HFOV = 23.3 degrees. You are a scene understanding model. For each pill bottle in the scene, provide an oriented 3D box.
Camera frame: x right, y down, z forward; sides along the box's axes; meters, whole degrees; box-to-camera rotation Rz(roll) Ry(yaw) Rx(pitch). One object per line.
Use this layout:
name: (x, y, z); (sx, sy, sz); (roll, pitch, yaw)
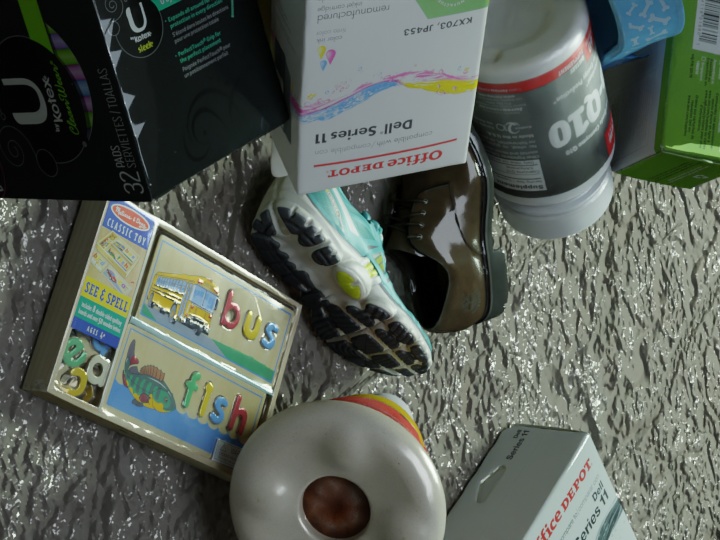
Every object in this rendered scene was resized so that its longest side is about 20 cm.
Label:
pill bottle: (0.135, -0.124, 1.344); (0.114, 0.113, 0.201); (-61, 148, -28)

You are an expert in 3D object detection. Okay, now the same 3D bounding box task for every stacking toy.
stacking toy: (-0.001, 0.130, 1.217); (0.200, 0.144, 0.148); (-58, 139, -69)

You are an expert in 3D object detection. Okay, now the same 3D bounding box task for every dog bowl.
dog bowl: (0.183, -0.209, 1.325); (0.049, 0.200, 0.112); (-28, 90, -7)

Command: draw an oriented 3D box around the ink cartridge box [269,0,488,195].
ink cartridge box: (0.008, -0.118, 1.045); (0.116, 0.068, 0.201); (-12, 138, -15)

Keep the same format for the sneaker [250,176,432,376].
sneaker: (0.000, 0.000, 1.248); (0.201, 0.077, 0.080); (57, 42, -34)

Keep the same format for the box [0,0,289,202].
box: (-0.153, -0.155, 0.995); (0.124, 0.148, 0.202); (-35, 117, -42)

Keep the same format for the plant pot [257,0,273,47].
plant pot: (-0.013, -0.233, 1.102); (0.198, 0.200, 0.178); (-11, 124, -15)

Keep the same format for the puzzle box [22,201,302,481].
puzzle box: (-0.122, 0.047, 1.136); (0.199, 0.025, 0.134); (32, 67, -46)

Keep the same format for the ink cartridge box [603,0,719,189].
ink cartridge box: (0.247, -0.144, 1.436); (0.075, 0.200, 0.150); (10, 80, -12)

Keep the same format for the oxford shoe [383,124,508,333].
oxford shoe: (0.054, -0.048, 1.312); (0.084, 0.072, 0.202); (-20, 102, -35)

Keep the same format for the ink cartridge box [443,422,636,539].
ink cartridge box: (0.157, 0.248, 1.435); (0.147, 0.082, 0.201); (-52, 128, -36)
